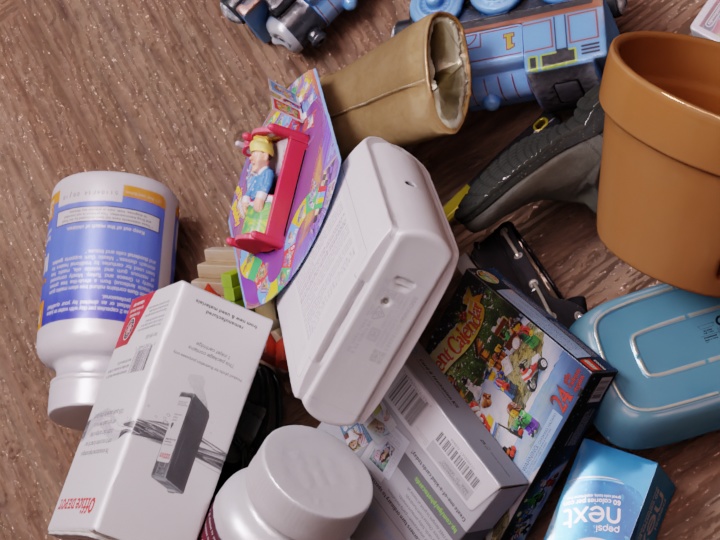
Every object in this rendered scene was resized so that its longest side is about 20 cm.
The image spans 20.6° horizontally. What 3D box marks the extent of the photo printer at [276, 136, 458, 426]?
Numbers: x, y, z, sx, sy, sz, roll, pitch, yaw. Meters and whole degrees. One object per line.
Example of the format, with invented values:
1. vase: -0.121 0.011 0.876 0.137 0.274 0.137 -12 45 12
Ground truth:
1. photo printer: 0.000 0.000 1.477 0.167 0.069 0.200 -61 19 19

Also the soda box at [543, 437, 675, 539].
1. soda box: 0.164 0.233 1.458 0.064 0.068 0.201 16 76 25

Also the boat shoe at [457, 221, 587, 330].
1. boat shoe: 0.152 0.041 1.539 0.060 0.074 0.200 -43 53 5

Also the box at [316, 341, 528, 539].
1. box: 0.018 0.174 1.503 0.156 0.041 0.200 51 119 29

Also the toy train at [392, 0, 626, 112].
1. toy train: 0.121 -0.184 1.614 0.198 0.087 0.115 -9 60 17

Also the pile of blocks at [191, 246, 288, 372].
1. pile of blocks: -0.067 0.042 1.602 0.199 0.062 0.083 29 121 27

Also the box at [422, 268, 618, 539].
1. box: 0.092 0.119 1.492 0.136 0.038 0.201 40 115 32

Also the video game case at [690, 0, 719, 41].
1. video game case: 0.384 -0.205 1.576 0.199 0.018 0.144 33 83 27

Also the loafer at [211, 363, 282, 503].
1. loafer: -0.117 0.163 1.592 0.071 0.063 0.201 10 74 25

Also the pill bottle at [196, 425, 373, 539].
1. pill bottle: -0.074 0.217 1.480 0.110 0.109 0.201 51 128 28

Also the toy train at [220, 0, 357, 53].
1. toy train: -0.031 -0.276 1.723 0.200 0.087 0.114 -45 68 -1

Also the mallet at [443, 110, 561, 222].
1. mallet: 0.092 -0.053 1.618 0.199 0.041 0.066 -36 61 0

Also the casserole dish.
1. casserole dish: 0.248 0.058 1.474 0.198 0.039 0.122 -16 66 -11

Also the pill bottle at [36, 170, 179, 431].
1. pill bottle: -0.212 0.028 1.653 0.111 0.112 0.202 -4 68 19

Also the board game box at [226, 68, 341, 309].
1. board game box: -0.078 -0.069 1.564 0.158 0.039 0.201 -57 27 28

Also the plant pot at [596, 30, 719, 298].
1. plant pot: 0.255 -0.072 1.437 0.199 0.199 0.141 30 116 27

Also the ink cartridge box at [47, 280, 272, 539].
1. ink cartridge box: -0.156 0.122 1.518 0.083 0.144 0.201 24 75 -17

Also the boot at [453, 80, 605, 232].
1. boot: 0.183 -0.058 1.539 0.199 0.068 0.131 -36 103 5

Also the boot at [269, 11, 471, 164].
1. boot: 0.005 -0.097 1.586 0.199 0.066 0.177 -16 77 46
